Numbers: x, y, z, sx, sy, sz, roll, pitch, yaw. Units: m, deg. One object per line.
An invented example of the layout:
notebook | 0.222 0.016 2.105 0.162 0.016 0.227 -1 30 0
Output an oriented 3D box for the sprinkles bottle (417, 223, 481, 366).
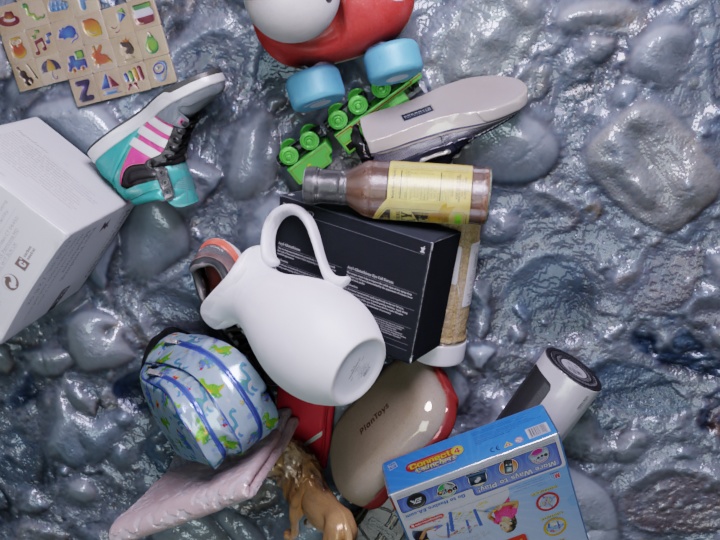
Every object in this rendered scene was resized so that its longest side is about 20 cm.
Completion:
sprinkles bottle | 0.100 0.009 1.025 0.068 0.068 0.201 8 108 6

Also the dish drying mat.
dish drying mat | -0.069 0.159 1.124 0.076 0.018 0.201 9 108 7

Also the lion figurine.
lion figurine | -0.047 0.299 1.080 0.200 0.072 0.123 30 122 40

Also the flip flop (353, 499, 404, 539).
flip flop | 0.016 0.336 1.151 0.081 0.058 0.200 37 94 1

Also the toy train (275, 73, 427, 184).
toy train | -0.008 -0.169 1.002 0.200 0.042 0.056 -33 113 15

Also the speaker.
speaker | 0.202 0.195 1.061 0.081 0.081 0.201 31 110 -1

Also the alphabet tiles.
alphabet tiles | -0.329 -0.282 1.035 0.199 0.008 0.168 -11 105 12

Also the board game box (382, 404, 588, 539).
board game box | 0.149 0.276 1.016 0.199 0.056 0.197 -20 118 1

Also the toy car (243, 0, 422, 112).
toy car | -0.043 -0.275 0.870 0.176 0.200 0.185 -15 90 13

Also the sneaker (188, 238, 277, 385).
sneaker | -0.154 0.063 1.070 0.077 0.082 0.201 -26 100 23

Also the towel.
towel | -0.185 0.248 1.071 0.199 0.191 0.032 -25 100 20

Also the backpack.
backpack | -0.178 0.153 1.033 0.199 0.154 0.164 -7 111 42

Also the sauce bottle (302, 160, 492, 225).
sauce bottle | 0.039 -0.085 0.939 0.199 0.065 0.065 5 108 7

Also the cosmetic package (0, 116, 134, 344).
cosmetic package | -0.395 -0.053 1.014 0.165 0.200 0.165 38 109 -3

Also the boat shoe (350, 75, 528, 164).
boat shoe | 0.093 -0.147 0.986 0.199 0.075 0.093 -15 133 3

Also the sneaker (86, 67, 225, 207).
sneaker | -0.214 -0.137 1.019 0.199 0.084 0.121 -29 96 24

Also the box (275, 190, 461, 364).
box | 0.000 0.000 0.998 0.199 0.079 0.142 20 113 27

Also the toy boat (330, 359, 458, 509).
toy boat | 0.057 0.209 1.081 0.130 0.131 0.200 30 112 -32

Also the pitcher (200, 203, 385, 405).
pitcher | -0.060 0.035 0.940 0.200 0.121 0.172 33 102 34
